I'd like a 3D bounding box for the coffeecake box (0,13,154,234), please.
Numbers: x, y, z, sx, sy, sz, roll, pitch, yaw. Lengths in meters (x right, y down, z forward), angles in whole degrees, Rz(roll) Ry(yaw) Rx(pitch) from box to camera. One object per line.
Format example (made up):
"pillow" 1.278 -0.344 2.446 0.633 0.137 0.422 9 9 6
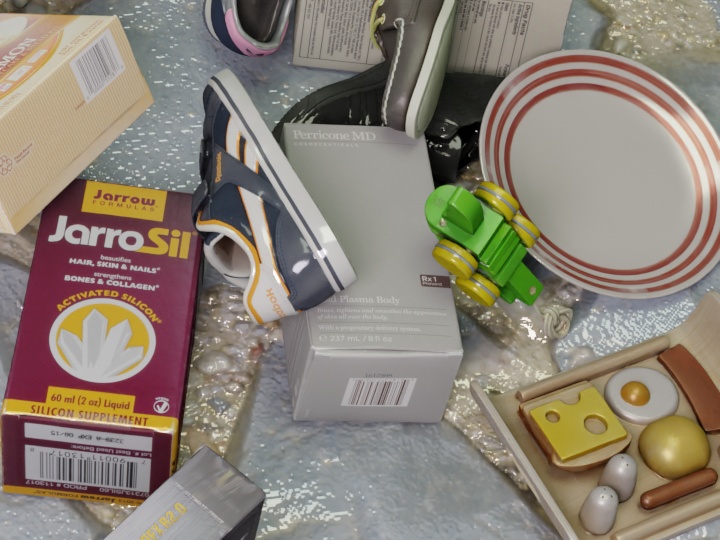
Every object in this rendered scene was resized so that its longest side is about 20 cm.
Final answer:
"coffeecake box" -0.265 -0.103 1.557 0.199 0.073 0.154 6 41 38

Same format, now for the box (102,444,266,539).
"box" -0.130 0.210 1.284 0.048 0.201 0.158 35 54 16

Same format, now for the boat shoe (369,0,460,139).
"boat shoe" 0.038 -0.179 1.619 0.060 0.072 0.202 13 58 5

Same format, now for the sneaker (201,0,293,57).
"sneaker" -0.063 -0.251 1.685 0.070 0.202 0.082 -2 20 -25

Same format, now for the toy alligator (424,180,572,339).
"toy alligator" 0.084 -0.010 1.533 0.054 0.200 0.059 30 80 34

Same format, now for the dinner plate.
"dinner plate" 0.175 -0.067 1.661 0.199 0.024 0.202 9 61 -17

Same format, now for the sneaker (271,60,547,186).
"sneaker" 0.031 -0.097 1.664 0.104 0.060 0.199 38 50 26

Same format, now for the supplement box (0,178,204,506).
"supplement box" -0.162 0.044 1.496 0.109 0.086 0.201 7 49 -3

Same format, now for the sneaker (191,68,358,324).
"sneaker" -0.076 -0.049 1.503 0.079 0.079 0.200 -31 48 1

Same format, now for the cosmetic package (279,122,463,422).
"cosmetic package" 0.000 0.000 1.559 0.106 0.090 0.201 0 53 -13

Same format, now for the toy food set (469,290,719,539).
"toy food set" 0.187 0.097 1.523 0.199 0.061 0.144 -18 55 -23

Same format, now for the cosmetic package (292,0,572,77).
"cosmetic package" 0.052 -0.200 1.728 0.198 0.106 0.071 7 49 -5

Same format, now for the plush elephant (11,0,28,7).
"plush elephant" -0.196 -0.275 1.718 0.199 0.165 0.155 20 51 19
